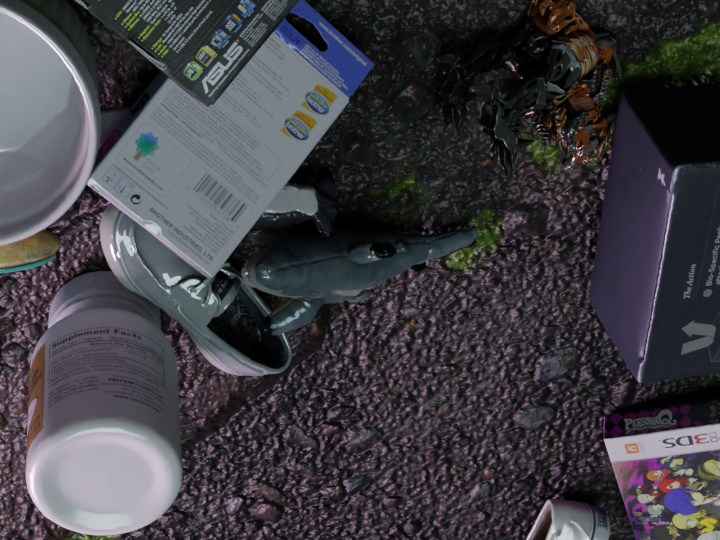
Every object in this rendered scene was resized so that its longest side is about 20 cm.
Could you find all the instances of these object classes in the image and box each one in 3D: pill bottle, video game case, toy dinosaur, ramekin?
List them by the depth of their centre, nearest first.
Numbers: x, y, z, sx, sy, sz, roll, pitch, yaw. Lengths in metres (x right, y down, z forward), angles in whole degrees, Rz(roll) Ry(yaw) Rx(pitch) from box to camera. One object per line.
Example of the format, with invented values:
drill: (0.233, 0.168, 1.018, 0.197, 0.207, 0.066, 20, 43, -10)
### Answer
ramekin: (-0.276, -0.126, 1.445, 0.199, 0.105, 0.201, 1, 123, 1)
toy dinosaur: (0.128, -0.149, 1.511, 0.136, 0.102, 0.200, -32, 113, -13)
pill bottle: (-0.195, 0.094, 1.567, 0.114, 0.200, 0.115, -3, 127, -4)
video game case: (0.319, 0.192, 1.783, 0.181, 0.036, 0.200, -9, 128, 16)

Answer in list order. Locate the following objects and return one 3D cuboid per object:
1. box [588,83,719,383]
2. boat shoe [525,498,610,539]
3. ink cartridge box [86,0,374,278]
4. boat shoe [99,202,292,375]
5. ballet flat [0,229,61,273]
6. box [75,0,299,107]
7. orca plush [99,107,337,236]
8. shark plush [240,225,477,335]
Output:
box: (0.294, -0.034, 1.569, 0.199, 0.118, 0.197, -6, 127, -15)
boat shoe: (0.136, 0.281, 1.824, 0.086, 0.075, 0.202, 20, 119, -20)
ink cartridge box: (-0.095, -0.109, 1.489, 0.119, 0.042, 0.200, 39, 87, -22)
boat shoe: (-0.118, 0.012, 1.585, 0.071, 0.070, 0.201, 7, 148, 44)
ballet flat: (-0.328, -0.025, 1.553, 0.199, 0.071, 0.071, -8, 127, -1)
box: (-0.112, -0.243, 1.390, 0.193, 0.048, 0.200, 38, 94, -27)
orca plush: (-0.118, -0.074, 1.557, 0.199, 0.071, 0.106, 3, 82, -21)
shark plush: (0.000, 0.000, 1.580, 0.199, 0.091, 0.083, 3, 166, -23)
